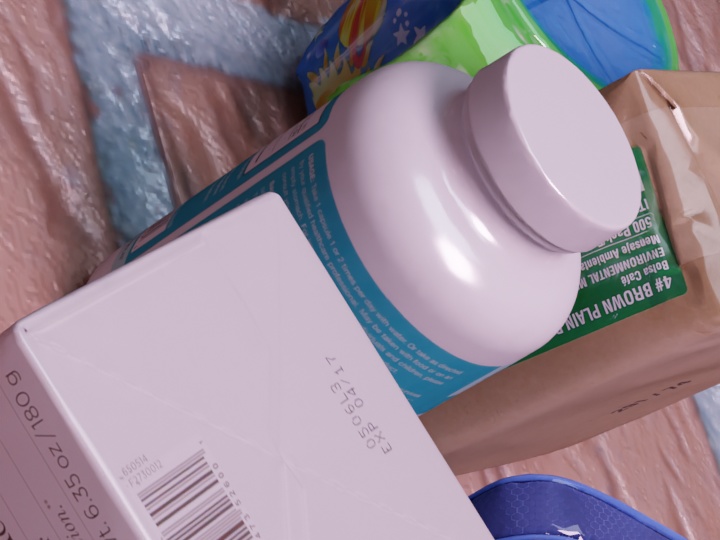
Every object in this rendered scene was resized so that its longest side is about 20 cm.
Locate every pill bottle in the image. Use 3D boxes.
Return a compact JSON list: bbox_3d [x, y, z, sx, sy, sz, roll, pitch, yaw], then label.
[{"bbox_3d":[0.000,0.000,0.740,0.111,0.200,0.111,32,42,-34],"label":"pill bottle"}]

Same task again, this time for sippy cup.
[{"bbox_3d":[0.048,-0.094,0.929,0.177,0.130,0.140,18,49,-44],"label":"sippy cup"}]

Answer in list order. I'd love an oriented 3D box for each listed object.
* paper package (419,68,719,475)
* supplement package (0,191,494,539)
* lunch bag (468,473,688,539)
[{"bbox_3d":[0.096,0.006,0.857,0.190,0.200,0.104,-6,73,-53],"label":"paper package"},{"bbox_3d":[-0.087,0.089,0.554,0.122,0.200,0.120,57,33,0],"label":"supplement package"},{"bbox_3d":[0.073,0.161,0.766,0.200,0.136,0.133,33,40,-31],"label":"lunch bag"}]
